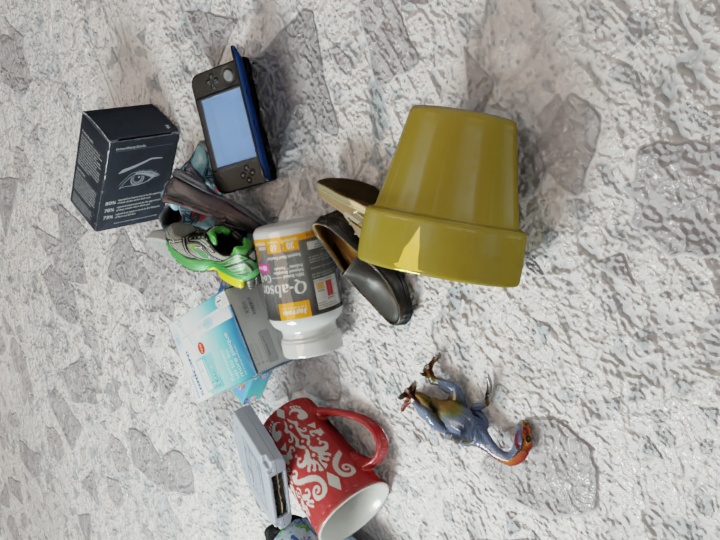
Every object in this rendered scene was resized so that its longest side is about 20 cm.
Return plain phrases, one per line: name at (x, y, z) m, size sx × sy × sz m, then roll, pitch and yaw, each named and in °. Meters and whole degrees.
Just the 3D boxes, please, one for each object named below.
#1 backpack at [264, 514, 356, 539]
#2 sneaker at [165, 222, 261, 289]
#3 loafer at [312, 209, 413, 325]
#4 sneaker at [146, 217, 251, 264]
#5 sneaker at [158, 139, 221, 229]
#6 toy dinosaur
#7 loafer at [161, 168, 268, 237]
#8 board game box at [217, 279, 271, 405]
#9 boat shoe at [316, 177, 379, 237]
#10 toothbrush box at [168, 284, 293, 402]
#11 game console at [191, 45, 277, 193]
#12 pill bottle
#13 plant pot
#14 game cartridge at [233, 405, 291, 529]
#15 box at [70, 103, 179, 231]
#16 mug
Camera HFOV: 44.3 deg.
backpack at (-0.046, 0.489, 1.427) m, size 0.200 × 0.153 × 0.164 m, roll 29°, pitch 146°, yaw 61°
sneaker at (-0.232, -0.044, 1.400) m, size 0.198 × 0.078 × 0.086 m, roll 18°, pitch 137°, yaw 30°
loafer at (0.000, 0.000, 1.272) m, size 0.201 × 0.072 × 0.073 m, roll 53°, pitch 133°, yaw 20°
sneaker at (-0.272, -0.055, 1.526) m, size 0.198 × 0.083 × 0.074 m, roll 10°, pitch 146°, yaw 21°
sneaker at (-0.293, -0.137, 1.525) m, size 0.079 × 0.095 × 0.201 m, roll 47°, pitch 132°, yaw 25°
toy dinosaur at (0.149, 0.198, 1.204) m, size 0.181 × 0.105 × 0.200 m, roll 42°, pitch 168°, yaw 14°
loafer at (-0.235, -0.093, 1.454) m, size 0.199 × 0.072 × 0.063 m, roll 32°, pitch 86°, yaw 8°
board game box at (-0.204, 0.112, 1.548) m, size 0.152 × 0.045 × 0.201 m, roll 47°, pitch 131°, yaw 25°
boat shoe at (0.010, -0.073, 1.239) m, size 0.199 × 0.071 × 0.065 m, roll 32°, pitch 123°, yaw 35°
toothbrush box at (-0.218, 0.118, 1.469) m, size 0.199 × 0.085 × 0.148 m, roll -27°, pitch 83°, yaw 48°
game console at (-0.207, -0.228, 1.380) m, size 0.169 × 0.118 × 0.203 m, roll -11°, pitch 94°, yaw 30°
pill bottle at (-0.090, 0.024, 1.344) m, size 0.116 × 0.116 × 0.203 m, roll -4°, pitch 100°, yaw 47°
plant pot at (0.108, -0.091, 1.053) m, size 0.200 × 0.199 × 0.191 m, roll 16°, pitch 98°, yaw 43°
game cartridge at (-0.158, 0.310, 1.412) m, size 0.133 × 0.040 × 0.201 m, roll 46°, pitch 151°, yaw 35°
box at (-0.433, -0.189, 1.621) m, size 0.104 × 0.147 × 0.201 m, roll 43°, pitch 129°, yaw 29°
mug at (-0.049, 0.298, 1.410) m, size 0.200 × 0.177 × 0.134 m, roll 46°, pitch 169°, yaw 32°
